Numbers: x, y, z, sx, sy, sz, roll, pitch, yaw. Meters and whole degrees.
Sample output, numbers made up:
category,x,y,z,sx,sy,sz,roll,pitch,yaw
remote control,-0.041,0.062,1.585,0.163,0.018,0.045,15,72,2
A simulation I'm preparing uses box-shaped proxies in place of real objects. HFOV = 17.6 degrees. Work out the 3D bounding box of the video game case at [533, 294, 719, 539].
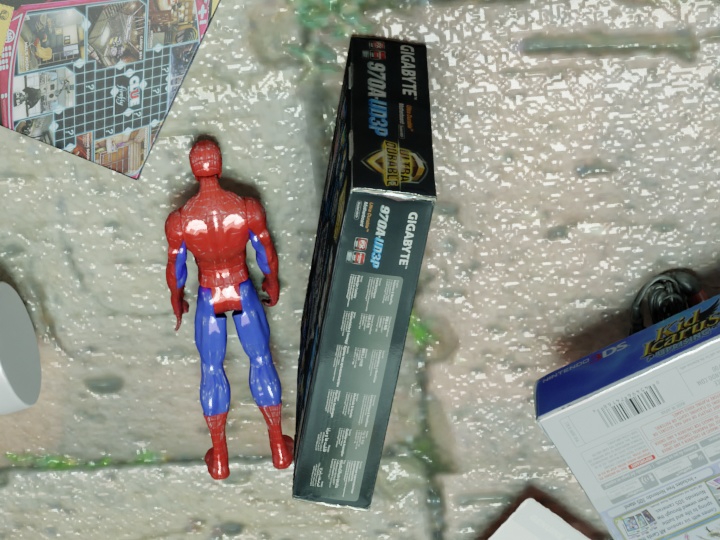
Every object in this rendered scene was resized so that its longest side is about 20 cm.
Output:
category,x,y,z,sx,sy,sz,roll,pitch,yaw
video game case,0.226,0.098,1.306,0.199,0.046,0.182,-25,117,17

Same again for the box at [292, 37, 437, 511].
category,x,y,z,sx,sy,sz,roll,pitch,yaw
box,0.000,0.000,1.240,0.046,0.159,0.201,8,122,-5

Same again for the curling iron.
category,x,y,z,sx,sy,sz,roll,pitch,yaw
curling iron,0.219,0.082,1.350,0.049,0.026,0.200,-30,108,24

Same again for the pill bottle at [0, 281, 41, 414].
category,x,y,z,sx,sy,sz,roll,pitch,yaw
pill bottle,-0.287,0.066,1.323,0.199,0.105,0.105,-14,122,11

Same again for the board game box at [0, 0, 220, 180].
category,x,y,z,sx,sy,sz,roll,pitch,yaw
board game box,-0.140,-0.157,1.215,0.135,0.035,0.201,22,121,-12

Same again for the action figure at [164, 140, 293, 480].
category,x,y,z,sx,sy,sz,roll,pitch,yaw
action figure,-0.076,0.020,1.321,0.065,0.052,0.201,-6,118,-1

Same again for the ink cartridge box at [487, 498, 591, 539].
category,x,y,z,sx,sy,sz,roll,pitch,yaw
ink cartridge box,0.095,0.238,1.467,0.162,0.050,0.200,35,109,-19
